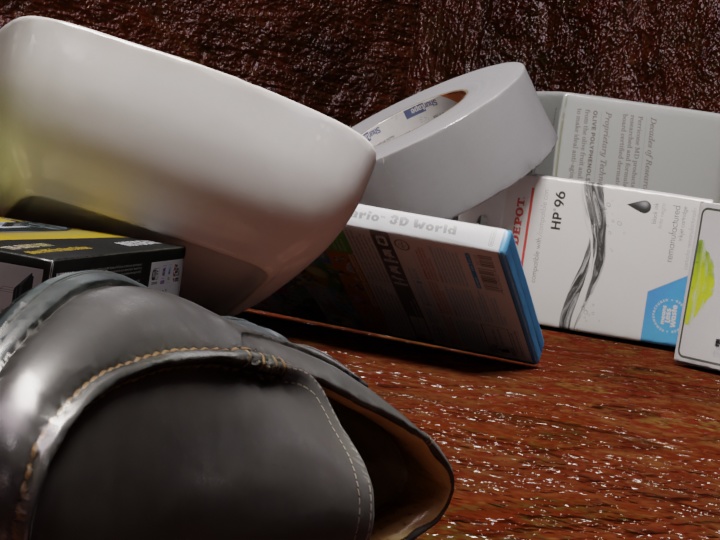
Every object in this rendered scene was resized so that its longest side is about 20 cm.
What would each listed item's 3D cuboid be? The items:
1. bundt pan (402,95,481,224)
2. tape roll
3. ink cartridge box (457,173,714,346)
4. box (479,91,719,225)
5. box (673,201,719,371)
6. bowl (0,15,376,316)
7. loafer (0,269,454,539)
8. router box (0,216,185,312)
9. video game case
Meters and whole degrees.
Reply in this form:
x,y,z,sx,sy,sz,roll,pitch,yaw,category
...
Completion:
x,y,z,sx,sy,sz,roll,pitch,yaw,category
0.092,-0.081,1.848,0.202,0.202,0.076,9,30,-1,bundt pan
0.050,-0.089,1.391,0.200,0.066,0.200,-25,14,7,tape roll
0.166,-0.012,1.388,0.200,0.116,0.068,9,3,12,ink cartridge box
0.226,-0.064,1.711,0.171,0.200,0.199,5,4,-15,box
0.312,0.018,1.278,0.060,0.117,0.200,12,6,44,box
-0.110,-0.034,0.902,0.200,0.075,0.200,18,-21,-17,bowl
-0.030,0.042,0.391,0.072,0.073,0.200,15,6,15,loafer
-0.175,0.004,0.756,0.157,0.052,0.200,9,3,8,router box
0.000,0.000,1.033,0.200,0.018,0.143,10,-24,19,video game case
